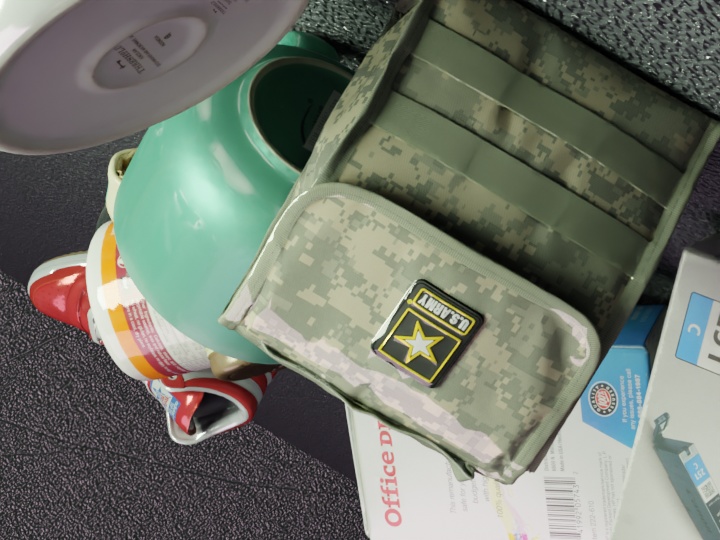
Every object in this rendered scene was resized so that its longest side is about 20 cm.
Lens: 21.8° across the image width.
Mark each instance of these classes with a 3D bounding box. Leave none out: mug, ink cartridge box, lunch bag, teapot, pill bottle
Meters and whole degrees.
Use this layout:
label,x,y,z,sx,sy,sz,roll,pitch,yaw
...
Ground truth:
label,x,y,z,sx,sy,sz,roll,pitch,yaw
mug,-0.048,-0.057,0.997,0.152,0.185,0.114,-8,151,-35
ink cartridge box,0.099,0.100,1.205,0.199,0.145,0.085,-1,-160,19
lunch bag,0.048,-0.017,0.882,0.164,0.200,0.118,30,170,-7
teapot,-0.124,-0.154,0.813,0.146,0.197,0.200,62,143,13
ink cartridge box,0.237,0.102,1.010,0.176,0.201,0.045,22,-156,27
pill bottle,-0.064,-0.001,1.195,0.199,0.110,0.110,-14,153,17

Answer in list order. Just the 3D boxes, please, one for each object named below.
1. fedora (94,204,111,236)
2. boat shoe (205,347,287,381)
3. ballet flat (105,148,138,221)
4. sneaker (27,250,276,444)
label,x,y,z,sx,sy,sz,roll,pitch,yaw
fedora,-0.092,-0.032,1.379,0.200,0.092,0.201,3,141,3
boat shoe,0.000,0.000,1.092,0.199,0.076,0.072,-16,168,-11
ballet flat,-0.057,-0.067,1.118,0.199,0.070,0.069,-14,167,-2
sneaker,-0.154,0.055,1.320,0.199,0.113,0.071,9,142,12
